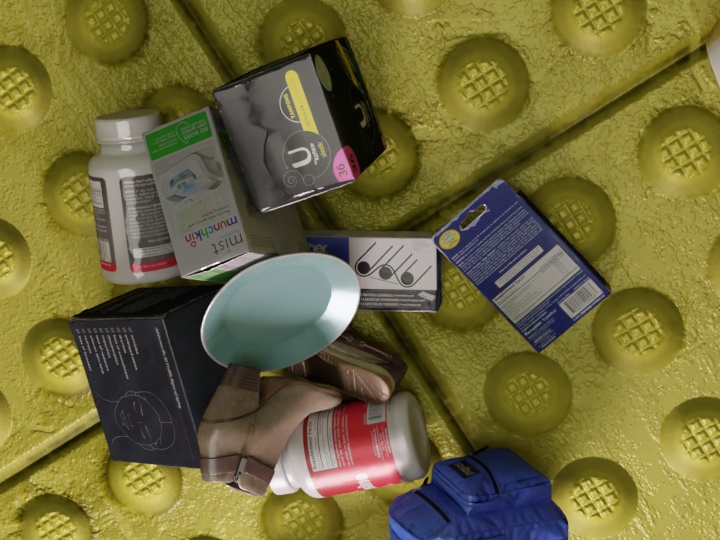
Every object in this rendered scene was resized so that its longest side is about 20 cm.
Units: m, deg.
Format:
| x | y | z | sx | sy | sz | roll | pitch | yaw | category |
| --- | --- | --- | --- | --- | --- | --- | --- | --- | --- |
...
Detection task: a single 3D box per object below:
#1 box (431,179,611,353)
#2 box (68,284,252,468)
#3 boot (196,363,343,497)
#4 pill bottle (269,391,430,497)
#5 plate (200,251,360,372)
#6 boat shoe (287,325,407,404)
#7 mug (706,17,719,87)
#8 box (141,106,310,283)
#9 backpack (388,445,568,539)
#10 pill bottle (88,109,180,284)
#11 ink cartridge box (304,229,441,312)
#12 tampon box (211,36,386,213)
| x | y | z | sx | sy | sz | roll | pitch | yaw | category |
| --- | --- | --- | --- | --- | --- | --- | --- | --- | --- |
| 0.194 | -0.009 | 1.688 | 0.121 | 0.032 | 0.200 | -41 | 103 | 18 | box |
| -0.236 | 0.130 | 1.733 | 0.196 | 0.124 | 0.202 | -2 | 108 | 46 | box |
| -0.111 | 0.198 | 1.671 | 0.070 | 0.199 | 0.147 | -3 | 74 | 51 | boot |
| -0.020 | 0.225 | 1.762 | 0.198 | 0.112 | 0.113 | -13 | 102 | 15 | pill bottle |
| -0.096 | 0.044 | 1.643 | 0.199 | 0.026 | 0.201 | -15 | 139 | -14 | plate |
| -0.033 | 0.100 | 1.758 | 0.199 | 0.072 | 0.073 | 21 | 135 | 26 | boat shoe |
| 0.467 | -0.260 | 1.541 | 0.152 | 0.188 | 0.150 | -21 | 133 | 24 | mug |
| -0.150 | -0.081 | 1.635 | 0.096 | 0.200 | 0.178 | -19 | 81 | 17 | box |
| 0.131 | 0.314 | 1.701 | 0.199 | 0.162 | 0.169 | -11 | 104 | -21 | backpack |
| -0.276 | -0.093 | 1.719 | 0.110 | 0.111 | 0.202 | -2 | 105 | 12 | pill bottle |
| 0.000 | 0.000 | 1.732 | 0.198 | 0.044 | 0.095 | 1 | 103 | 11 | ink cartridge box |
| -0.066 | -0.173 | 1.616 | 0.125 | 0.200 | 0.151 | -18 | 101 | 15 | tampon box |
